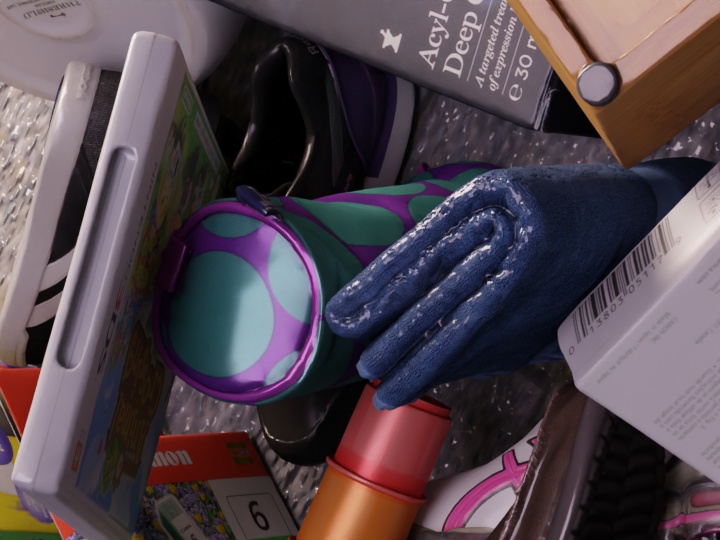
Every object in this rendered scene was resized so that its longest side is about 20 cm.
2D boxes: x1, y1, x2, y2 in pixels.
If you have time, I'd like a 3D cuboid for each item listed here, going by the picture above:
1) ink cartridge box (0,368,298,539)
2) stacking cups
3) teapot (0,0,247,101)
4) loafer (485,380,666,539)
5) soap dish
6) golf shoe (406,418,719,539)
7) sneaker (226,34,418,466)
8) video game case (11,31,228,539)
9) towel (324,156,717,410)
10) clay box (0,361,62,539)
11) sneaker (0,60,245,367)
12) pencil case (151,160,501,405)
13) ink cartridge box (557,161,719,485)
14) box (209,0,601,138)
[{"bbox_3d":[-0.086,0.118,1.198,0.050,0.109,0.201,-40,66,29],"label":"ink cartridge box"},{"bbox_3d":[-0.020,0.142,1.092,0.060,0.060,0.201,21,91,35],"label":"stacking cups"},{"bbox_3d":[-0.130,-0.182,1.219,0.199,0.198,0.147,17,58,4],"label":"teapot"},{"bbox_3d":[0.060,0.131,1.018,0.071,0.073,0.201,21,95,34],"label":"loafer"},{"bbox_3d":[0.100,-0.163,0.960,0.157,0.081,0.200,-37,81,20],"label":"soap dish"},{"bbox_3d":[0.103,0.086,1.090,0.199,0.073,0.093,-11,66,30],"label":"golf shoe"},{"bbox_3d":[-0.035,-0.010,1.177,0.075,0.087,0.201,8,93,36],"label":"sneaker"},{"bbox_3d":[-0.095,0.016,1.061,0.022,0.200,0.183,13,79,5],"label":"video game case"},{"bbox_3d":[0.079,0.001,1.022,0.112,0.200,0.049,-42,71,27],"label":"towel"},{"bbox_3d":[-0.202,0.094,1.227,0.048,0.200,0.115,-42,66,17],"label":"clay box"},{"bbox_3d":[-0.110,-0.008,1.245,0.200,0.111,0.073,112,170,-48],"label":"sneaker"},{"bbox_3d":[0.000,0.000,1.082,0.092,0.200,0.085,42,116,23],"label":"pencil case"},{"bbox_3d":[0.201,0.030,0.971,0.163,0.200,0.057,-47,26,22],"label":"ink cartridge box"},{"bbox_3d":[0.049,-0.157,1.107,0.199,0.107,0.149,24,103,35],"label":"box"}]
